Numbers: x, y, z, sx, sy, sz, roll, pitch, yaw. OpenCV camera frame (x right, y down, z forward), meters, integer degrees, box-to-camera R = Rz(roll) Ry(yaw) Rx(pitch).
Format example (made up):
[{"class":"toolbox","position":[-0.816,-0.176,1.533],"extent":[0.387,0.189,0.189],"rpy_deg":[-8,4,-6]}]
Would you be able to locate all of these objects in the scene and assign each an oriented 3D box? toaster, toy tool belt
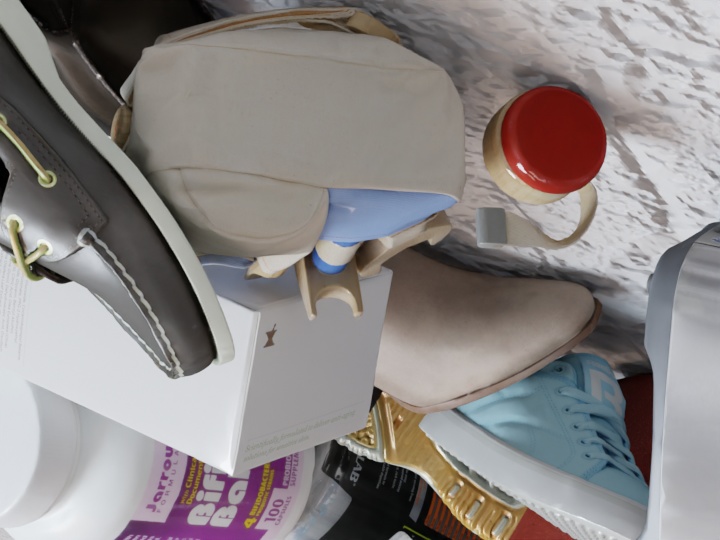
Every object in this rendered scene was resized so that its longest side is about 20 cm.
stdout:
[{"class":"toaster","position":[0.190,0.078,0.969],"extent":[0.129,0.200,0.114],"rpy_deg":[7,-167,25]},{"class":"toy tool belt","position":[-0.009,-0.044,0.980],"extent":[0.200,0.125,0.123],"rpy_deg":[1,165,-18]}]

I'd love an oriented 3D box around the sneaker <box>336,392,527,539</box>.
[{"class":"sneaker","position":[0.036,0.073,1.256],"extent":[0.200,0.076,0.088],"rpy_deg":[43,-164,-1]}]

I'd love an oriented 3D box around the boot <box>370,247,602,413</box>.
[{"class":"boot","position":[0.000,0.000,1.140],"extent":[0.200,0.070,0.146],"rpy_deg":[-21,118,33]}]

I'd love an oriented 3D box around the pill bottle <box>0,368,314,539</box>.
[{"class":"pill bottle","position":[-0.123,0.092,1.181],"extent":[0.112,0.113,0.200],"rpy_deg":[7,178,37]}]

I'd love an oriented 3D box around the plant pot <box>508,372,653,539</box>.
[{"class":"plant pot","position":[0.185,0.161,1.165],"extent":[0.176,0.200,0.200],"rpy_deg":[16,159,49]}]

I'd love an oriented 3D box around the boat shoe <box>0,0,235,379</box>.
[{"class":"boat shoe","position":[-0.126,-0.033,0.914],"extent":[0.201,0.061,0.072],"rpy_deg":[53,160,10]}]

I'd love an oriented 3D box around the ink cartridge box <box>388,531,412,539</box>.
[{"class":"ink cartridge box","position":[0.085,0.253,1.267],"extent":[0.200,0.045,0.176],"rpy_deg":[40,160,27]}]

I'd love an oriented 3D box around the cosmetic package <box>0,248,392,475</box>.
[{"class":"cosmetic package","position":[-0.097,0.014,1.085],"extent":[0.200,0.085,0.108],"rpy_deg":[23,-158,33]}]

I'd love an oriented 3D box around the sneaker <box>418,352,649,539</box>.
[{"class":"sneaker","position":[0.100,0.078,1.116],"extent":[0.074,0.082,0.200],"rpy_deg":[35,177,-34]}]

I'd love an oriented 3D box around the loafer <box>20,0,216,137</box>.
[{"class":"loafer","position":[-0.109,-0.117,0.968],"extent":[0.071,0.073,0.200],"rpy_deg":[4,151,43]}]

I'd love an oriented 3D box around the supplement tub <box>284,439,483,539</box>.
[{"class":"supplement tub","position":[0.000,0.133,1.347],"extent":[0.122,0.123,0.200],"rpy_deg":[3,159,42]}]
